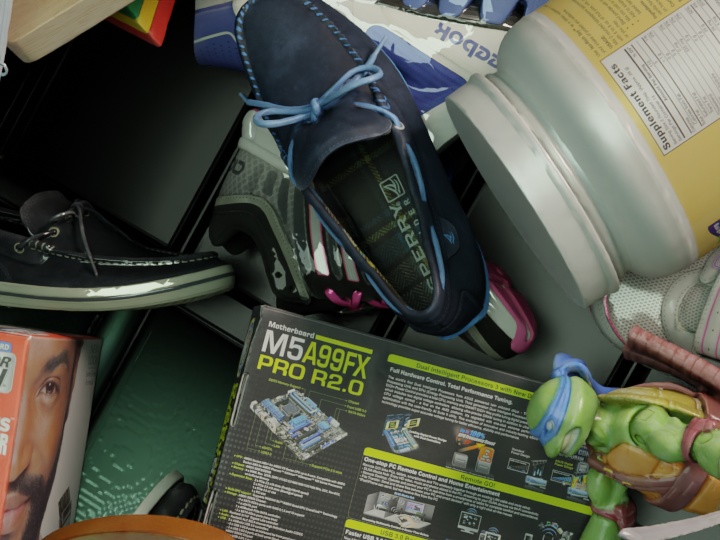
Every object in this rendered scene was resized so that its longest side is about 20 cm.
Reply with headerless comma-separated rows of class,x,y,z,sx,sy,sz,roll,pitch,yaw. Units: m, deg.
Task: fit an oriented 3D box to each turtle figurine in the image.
turtle figurine,0.165,0.134,0.911,0.193,0.200,0.144,15,119,-11

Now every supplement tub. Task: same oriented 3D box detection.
supplement tub,0.156,-0.087,0.936,0.200,0.145,0.146,-34,80,0

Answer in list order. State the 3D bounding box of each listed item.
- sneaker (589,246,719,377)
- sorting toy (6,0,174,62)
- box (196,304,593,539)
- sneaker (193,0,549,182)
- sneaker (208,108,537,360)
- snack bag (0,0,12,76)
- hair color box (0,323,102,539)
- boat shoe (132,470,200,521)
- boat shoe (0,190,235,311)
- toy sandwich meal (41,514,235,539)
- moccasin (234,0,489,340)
sneaker,0.210,0.025,0.960,0.199,0.088,0.082,10,89,14
sorting toy,-0.100,-0.210,1.017,0.200,0.070,0.199,-29,48,10
box,0.022,0.120,0.983,0.199,0.044,0.161,15,85,-7
sneaker,0.007,-0.097,1.019,0.199,0.081,0.116,1,85,12
sneaker,0.000,0.000,1.021,0.200,0.074,0.088,35,95,18
snack bag,-0.211,-0.130,1.004,0.021,0.189,0.201,2,117,-23
hair color box,-0.198,0.130,1.040,0.064,0.111,0.201,7,89,13
boat shoe,-0.123,0.205,1.038,0.060,0.074,0.201,27,96,13
boat shoe,-0.164,-0.012,1.059,0.199,0.075,0.063,5,94,19
toy sandwich meal,-0.082,0.210,0.918,0.204,0.070,0.206,9,115,19
moccasin,0.002,-0.060,0.948,0.080,0.068,0.200,-40,77,14
